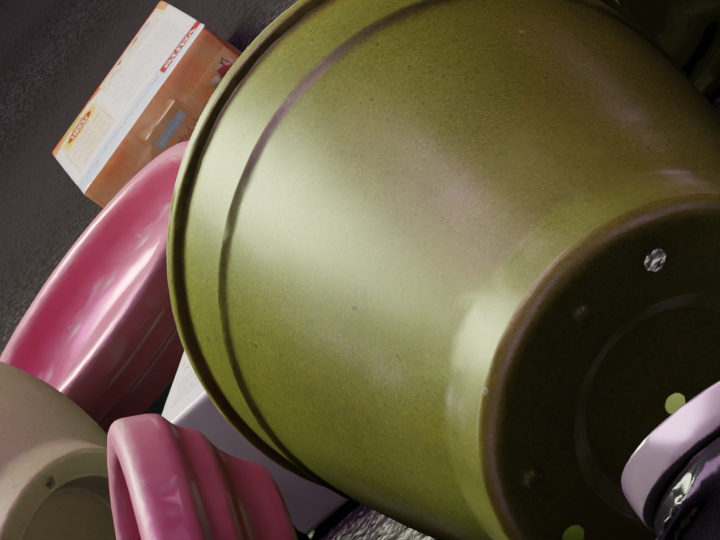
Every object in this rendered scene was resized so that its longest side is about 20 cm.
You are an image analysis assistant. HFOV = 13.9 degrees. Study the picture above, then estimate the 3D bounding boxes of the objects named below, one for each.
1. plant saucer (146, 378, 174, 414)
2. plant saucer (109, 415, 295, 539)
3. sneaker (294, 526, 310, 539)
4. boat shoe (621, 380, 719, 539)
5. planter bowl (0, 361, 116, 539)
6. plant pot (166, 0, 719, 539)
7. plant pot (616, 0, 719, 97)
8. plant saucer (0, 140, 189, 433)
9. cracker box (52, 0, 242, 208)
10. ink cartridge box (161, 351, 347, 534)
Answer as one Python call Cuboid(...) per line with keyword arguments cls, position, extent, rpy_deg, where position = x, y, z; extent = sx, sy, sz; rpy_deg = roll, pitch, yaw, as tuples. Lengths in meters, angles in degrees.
Cuboid(cls="plant saucer", position=(-0.086, 0.017, 1.611), extent=(0.200, 0.036, 0.200), rpy_deg=(-47, 16, 19))
Cuboid(cls="plant saucer", position=(-0.041, 0.144, 0.979), extent=(0.051, 0.201, 0.201), rpy_deg=(-11, 14, -8))
Cuboid(cls="sneaker", position=(-0.047, 0.126, 1.203), extent=(0.200, 0.066, 0.091), rpy_deg=(-34, 27, 56))
Cuboid(cls="boat shoe", position=(0.167, 0.030, 0.810), extent=(0.200, 0.076, 0.060), rpy_deg=(-39, 57, 15))
Cuboid(cls="planter bowl", position=(-0.171, 0.136, 1.366), extent=(0.134, 0.200, 0.201), rpy_deg=(4, 54, 39))
Cuboid(cls="plant pot", position=(0.063, 0.013, 0.948), extent=(0.201, 0.200, 0.193), rpy_deg=(-53, 28, 1))
Cuboid(cls="plant pot", position=(0.085, -0.151, 1.249), extent=(0.200, 0.200, 0.190), rpy_deg=(-47, 29, 21))
Cuboid(cls="plant saucer", position=(-0.127, 0.026, 1.550), extent=(0.201, 0.051, 0.201), rpy_deg=(-49, 17, 20))
Cuboid(cls="cracker box", position=(-0.137, -0.104, 1.974), extent=(0.134, 0.058, 0.200), rpy_deg=(-54, 15, 1))
Cuboid(cls="ink cartridge box", position=(0.000, 0.000, 1.307), extent=(0.145, 0.083, 0.200), rpy_deg=(-43, 19, 31))
